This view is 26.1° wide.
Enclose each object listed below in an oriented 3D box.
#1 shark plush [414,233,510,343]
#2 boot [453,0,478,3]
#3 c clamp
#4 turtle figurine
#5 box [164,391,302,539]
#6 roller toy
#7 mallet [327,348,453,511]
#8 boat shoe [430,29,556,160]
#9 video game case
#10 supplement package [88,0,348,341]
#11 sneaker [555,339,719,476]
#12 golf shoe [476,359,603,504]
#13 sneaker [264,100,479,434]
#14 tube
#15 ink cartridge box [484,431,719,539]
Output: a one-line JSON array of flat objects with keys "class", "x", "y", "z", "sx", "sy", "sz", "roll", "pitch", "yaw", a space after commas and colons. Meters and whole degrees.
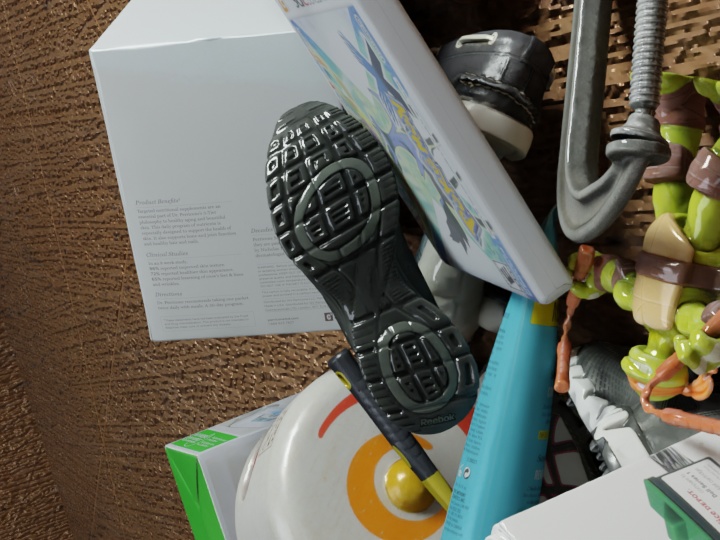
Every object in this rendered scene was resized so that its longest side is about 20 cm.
[{"class": "shark plush", "x": 0.057, "y": 0.011, "z": 1.027, "sx": 0.200, "sy": 0.091, "sz": 0.084, "roll": 90, "pitch": 180, "yaw": -74}, {"class": "boot", "x": 0.019, "y": -0.185, "z": 0.895, "sx": 0.200, "sy": 0.075, "sz": 0.074, "roll": 18, "pitch": 123, "yaw": 62}, {"class": "c clamp", "x": 0.119, "y": -0.114, "z": 0.688, "sx": 0.171, "sy": 0.027, "sz": 0.201, "roll": 169, "pitch": 109, "yaw": -78}, {"class": "turtle figurine", "x": 0.149, "y": -0.005, "z": 0.701, "sx": 0.200, "sy": 0.064, "sz": 0.162, "roll": -137, "pitch": 56, "yaw": -75}, {"class": "box", "x": -0.029, "y": 0.198, "z": 1.185, "sx": 0.097, "sy": 0.176, "sz": 0.200, "roll": -4, "pitch": 104, "yaw": 68}, {"class": "roller toy", "x": 0.013, "y": 0.154, "z": 1.031, "sx": 0.140, "sy": 0.200, "sz": 0.183, "roll": 130, "pitch": 124, "yaw": -65}, {"class": "mallet", "x": 0.050, "y": 0.129, "z": 0.939, "sx": 0.200, "sy": 0.041, "sz": 0.066, "roll": 55, "pitch": 155, "yaw": -5}, {"class": "boat shoe", "x": 0.060, "y": -0.101, "z": 0.883, "sx": 0.060, "sy": 0.074, "sz": 0.200, "roll": -65, "pitch": 8, "yaw": -1}, {"class": "video game case", "x": 0.024, "y": -0.079, "z": 0.816, "sx": 0.200, "sy": 0.022, "sz": 0.182, "roll": 56, "pitch": 173, "yaw": -13}, {"class": "supplement package", "x": -0.067, "y": -0.080, "z": 1.011, "sx": 0.151, "sy": 0.151, "sz": 0.200, "roll": -76, "pitch": -20, "yaw": -63}, {"class": "sneaker", "x": 0.157, "y": 0.070, "z": 0.792, "sx": 0.067, "sy": 0.090, "sz": 0.200, "roll": 62, "pitch": -175, "yaw": -10}, {"class": "golf shoe", "x": 0.109, "y": 0.127, "z": 0.900, "sx": 0.200, "sy": 0.088, "sz": 0.077, "roll": 49, "pitch": 175, "yaw": 46}, {"class": "sneaker", "x": 0.000, "y": 0.000, "z": 0.892, "sx": 0.091, "sy": 0.076, "sz": 0.200, "roll": 160, "pitch": 88, "yaw": -87}, {"class": "tube", "x": 0.086, "y": 0.064, "z": 0.855, "sx": 0.077, "sy": 0.050, "sz": 0.201, "roll": 21, "pitch": -100, "yaw": -87}, {"class": "ink cartridge box", "x": 0.152, "y": 0.145, "z": 0.679, "sx": 0.084, "sy": 0.200, "sz": 0.146, "roll": 50, "pitch": 151, "yaw": 38}]
